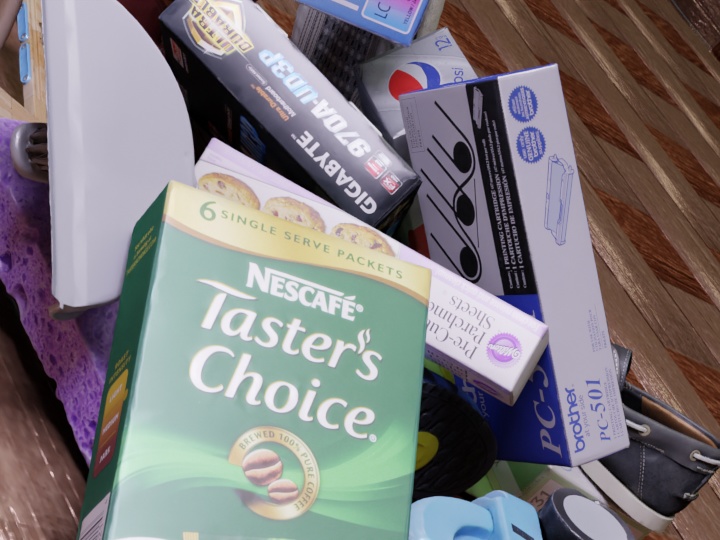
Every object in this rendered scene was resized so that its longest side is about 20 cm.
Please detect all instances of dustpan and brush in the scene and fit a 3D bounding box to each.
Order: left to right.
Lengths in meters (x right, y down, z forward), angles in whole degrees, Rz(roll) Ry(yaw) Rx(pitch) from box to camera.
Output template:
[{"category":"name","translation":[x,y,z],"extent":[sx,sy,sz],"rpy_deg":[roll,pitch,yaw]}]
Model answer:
[{"category":"dustpan and brush","translation":[-0.101,-0.046,0.891],"extent":[0.200,0.057,0.141],"rpy_deg":[7,79,-64]}]

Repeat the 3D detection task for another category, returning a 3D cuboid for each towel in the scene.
[{"category":"towel","translation":[0.002,-0.169,1.309],"extent":[0.034,0.202,0.193],"rpy_deg":[12,19,-22]}]

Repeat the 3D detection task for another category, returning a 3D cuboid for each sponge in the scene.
[{"category":"sponge","translation":[-0.103,0.027,0.909],"extent":[0.111,0.030,0.201],"rpy_deg":[7,52,-61]}]

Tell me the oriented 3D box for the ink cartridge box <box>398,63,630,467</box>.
[{"category":"ink cartridge box","translation":[0.080,-0.001,1.089],"extent":[0.044,0.094,0.202],"rpy_deg":[-15,96,-31]}]

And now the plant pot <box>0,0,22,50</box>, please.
[{"category":"plant pot","translation":[-0.250,-0.148,0.798],"extent":[0.200,0.201,0.174],"rpy_deg":[24,8,-48]}]

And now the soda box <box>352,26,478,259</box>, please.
[{"category":"soda box","translation":[0.050,-0.043,1.237],"extent":[0.201,0.063,0.069],"rpy_deg":[76,-11,-50]}]

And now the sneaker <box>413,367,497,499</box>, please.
[{"category":"sneaker","translation":[-0.005,0.053,1.061],"extent":[0.199,0.066,0.079],"rpy_deg":[31,19,-39]}]

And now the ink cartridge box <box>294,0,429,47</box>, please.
[{"category":"ink cartridge box","translation":[-0.058,-0.200,1.149],"extent":[0.198,0.077,0.137],"rpy_deg":[19,10,-13]}]

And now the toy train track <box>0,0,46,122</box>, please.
[{"category":"toy train track","translation":[-0.165,-0.081,1.023],"extent":[0.115,0.032,0.201],"rpy_deg":[43,24,-39]}]

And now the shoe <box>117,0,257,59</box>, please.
[{"category":"shoe","translation":[-0.116,-0.159,1.224],"extent":[0.072,0.091,0.200],"rpy_deg":[46,18,4]}]

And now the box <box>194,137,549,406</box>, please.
[{"category":"box","translation":[0.000,0.000,1.041],"extent":[0.199,0.042,0.039],"rpy_deg":[30,-10,12]}]

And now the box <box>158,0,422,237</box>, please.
[{"category":"box","translation":[-0.041,-0.076,1.163],"extent":[0.159,0.046,0.200],"rpy_deg":[47,-7,3]}]

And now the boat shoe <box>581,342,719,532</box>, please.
[{"category":"boat shoe","translation":[0.124,0.059,1.190],"extent":[0.200,0.068,0.072],"rpy_deg":[43,21,-4]}]

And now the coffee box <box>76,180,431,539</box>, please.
[{"category":"coffee box","translation":[-0.040,0.072,0.787],"extent":[0.122,0.044,0.202],"rpy_deg":[20,55,-17]}]

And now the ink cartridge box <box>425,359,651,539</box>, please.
[{"category":"ink cartridge box","translation":[0.073,0.079,1.210],"extent":[0.199,0.048,0.146],"rpy_deg":[35,22,-38]}]

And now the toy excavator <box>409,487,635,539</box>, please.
[{"category":"toy excavator","translation":[0.021,0.155,0.890],"extent":[0.199,0.100,0.195],"rpy_deg":[25,24,-16]}]
